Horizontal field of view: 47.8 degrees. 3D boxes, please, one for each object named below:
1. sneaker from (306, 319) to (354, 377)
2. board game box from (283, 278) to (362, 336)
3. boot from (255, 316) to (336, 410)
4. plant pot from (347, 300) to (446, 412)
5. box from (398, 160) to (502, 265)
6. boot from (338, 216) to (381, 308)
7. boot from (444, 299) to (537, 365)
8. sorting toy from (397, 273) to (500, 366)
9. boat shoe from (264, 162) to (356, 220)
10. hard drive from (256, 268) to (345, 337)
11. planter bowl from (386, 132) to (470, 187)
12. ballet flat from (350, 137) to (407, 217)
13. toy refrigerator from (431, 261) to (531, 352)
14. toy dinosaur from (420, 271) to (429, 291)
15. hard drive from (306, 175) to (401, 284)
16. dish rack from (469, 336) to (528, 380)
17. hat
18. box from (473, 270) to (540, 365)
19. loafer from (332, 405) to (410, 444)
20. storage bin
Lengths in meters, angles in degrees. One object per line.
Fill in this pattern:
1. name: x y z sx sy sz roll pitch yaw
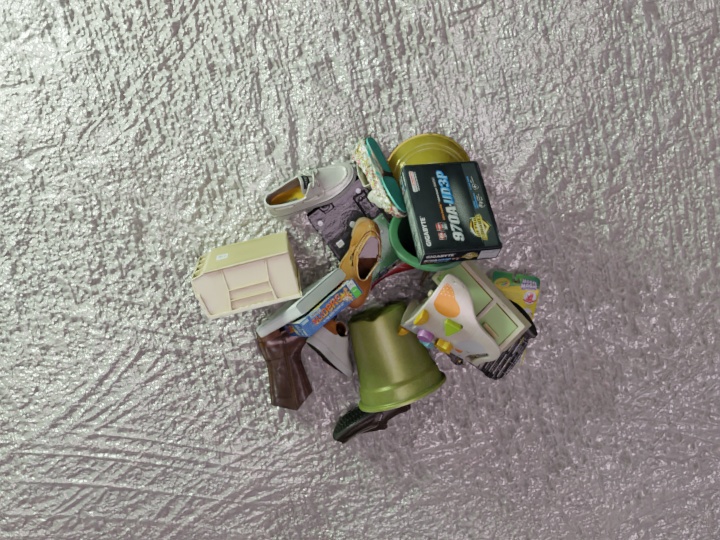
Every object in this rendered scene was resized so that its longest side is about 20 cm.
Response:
1. sneaker: -0.043 0.162 1.713 0.072 0.200 0.085 28 75 27
2. board game box: -0.079 0.076 1.603 0.135 0.200 0.035 -39 96 -15
3. boot: -0.122 0.196 1.757 0.183 0.064 0.203 -14 111 -4
4. plant pot: 0.060 0.172 1.714 0.197 0.200 0.187 -20 97 -1
5. box: 0.169 -0.112 1.550 0.156 0.203 0.046 -5 151 -12
6. boot: 0.000 0.000 1.622 0.072 0.155 0.203 3 106 -8
7. boot: 0.247 0.126 1.682 0.199 0.069 0.175 38 109 18
8. sorting toy: 0.181 0.121 1.589 0.179 0.200 0.107 37 68 -4
9. boat shoe: -0.103 -0.168 1.634 0.197 0.070 0.072 -22 70 4
10. hard drive: -0.122 0.066 1.624 0.132 0.199 0.027 -42 97 -33
11. planter bowl: 0.146 -0.174 1.666 0.197 0.084 0.204 -2 107 -6
12. ballet flat: 0.036 -0.175 1.621 0.064 0.202 0.075 -39 148 29
13. toy refrigerator: 0.237 0.061 1.605 0.076 0.070 0.200 -46 73 17
14. toy dinosaur: 0.160 -0.023 1.696 0.058 0.102 0.201 32 66 18
15. hard drive: -0.001 -0.076 1.700 0.139 0.038 0.201 -36 106 5
16. dish rack: 0.257 0.129 1.739 0.199 0.054 0.155 35 109 9
17. hat: 0.136 -0.031 1.650 0.198 0.177 0.167 22 62 18
18. box: 0.318 0.100 1.786 0.115 0.048 0.203 9 107 -8
19. loafer: 0.030 0.332 1.804 0.198 0.073 0.072 -32 106 3
20. storage bin: -0.223 0.006 1.612 0.195 0.200 0.095 -14 106 -2
